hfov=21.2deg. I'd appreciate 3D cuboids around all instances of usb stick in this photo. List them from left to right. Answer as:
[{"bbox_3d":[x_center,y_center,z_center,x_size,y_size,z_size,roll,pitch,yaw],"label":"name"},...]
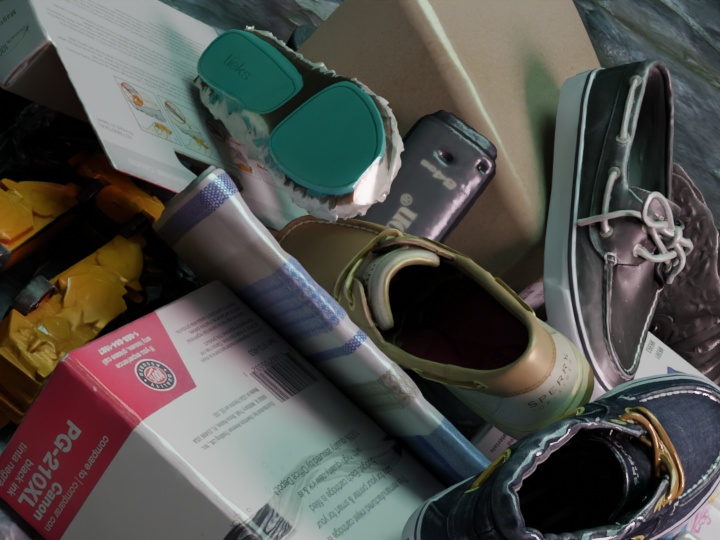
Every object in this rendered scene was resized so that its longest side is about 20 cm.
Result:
[{"bbox_3d":[0.000,0.000,1.029,0.055,0.200,0.033,34,-16,14],"label":"usb stick"}]

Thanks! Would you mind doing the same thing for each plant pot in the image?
[{"bbox_3d":[0.054,-0.052,1.173,0.199,0.200,0.178,-3,56,-54],"label":"plant pot"}]

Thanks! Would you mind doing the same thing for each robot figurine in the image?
[{"bbox_3d":[-0.155,-0.001,0.958,0.145,0.058,0.200,39,26,4],"label":"robot figurine"}]

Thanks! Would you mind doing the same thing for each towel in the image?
[{"bbox_3d":[-0.019,0.032,0.924,0.200,0.024,0.147,46,-14,-4],"label":"towel"}]

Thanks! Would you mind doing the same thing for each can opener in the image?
[{"bbox_3d":[-0.168,-0.101,1.104,0.079,0.064,0.199,47,28,22],"label":"can opener"}]

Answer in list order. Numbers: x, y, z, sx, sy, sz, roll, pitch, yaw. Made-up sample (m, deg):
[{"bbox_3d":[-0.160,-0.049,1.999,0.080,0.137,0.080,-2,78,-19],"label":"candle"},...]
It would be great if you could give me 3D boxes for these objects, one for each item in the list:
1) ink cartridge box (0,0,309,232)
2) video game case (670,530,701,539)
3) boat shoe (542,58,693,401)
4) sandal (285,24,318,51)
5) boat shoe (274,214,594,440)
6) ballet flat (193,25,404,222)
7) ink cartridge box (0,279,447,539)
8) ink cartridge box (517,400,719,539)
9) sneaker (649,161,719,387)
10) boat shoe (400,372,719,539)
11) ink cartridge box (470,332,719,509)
[{"bbox_3d":[-0.118,-0.087,1.046,0.199,0.043,0.174,20,37,-56],"label":"ink cartridge box"},{"bbox_3d":[0.171,0.247,0.851,0.199,0.023,0.182,38,70,7],"label":"video game case"},{"bbox_3d":[0.149,-0.022,1.068,0.073,0.068,0.201,33,55,-44],"label":"boat shoe"},{"bbox_3d":[0.017,-0.090,1.356,0.200,0.043,0.076,45,32,-6],"label":"sandal"},{"bbox_3d":[0.026,0.013,0.944,0.199,0.074,0.066,25,-16,36],"label":"boat shoe"},{"bbox_3d":[-0.023,-0.071,1.012,0.071,0.072,0.200,18,18,-34],"label":"ballet flat"},{"bbox_3d":[-0.045,0.113,0.874,0.200,0.085,0.145,41,26,10],"label":"ink cartridge box"},{"bbox_3d":[0.149,0.159,0.972,0.200,0.086,0.148,42,-8,8],"label":"ink cartridge box"},{"bbox_3d":[0.196,0.030,1.228,0.103,0.202,0.060,13,18,1],"label":"sneaker"},{"bbox_3d":[0.115,0.089,0.840,0.199,0.091,0.071,-23,81,-36],"label":"boat shoe"},{"bbox_3d":[0.176,0.119,1.139,0.200,0.088,0.145,40,25,3],"label":"ink cartridge box"}]
